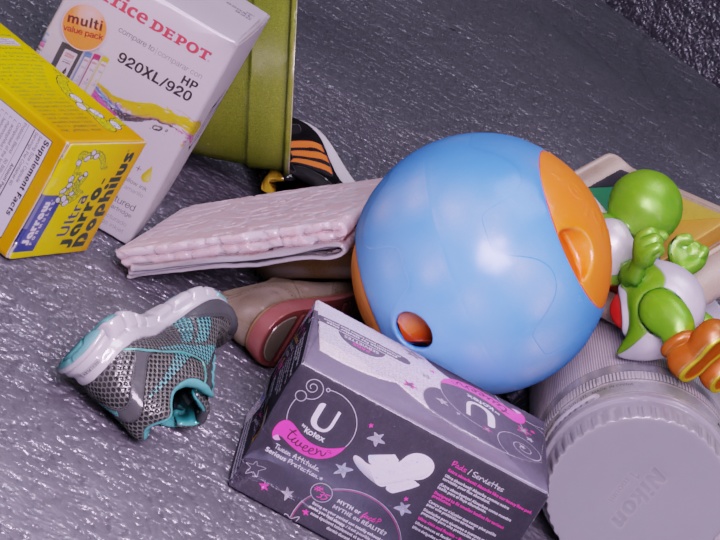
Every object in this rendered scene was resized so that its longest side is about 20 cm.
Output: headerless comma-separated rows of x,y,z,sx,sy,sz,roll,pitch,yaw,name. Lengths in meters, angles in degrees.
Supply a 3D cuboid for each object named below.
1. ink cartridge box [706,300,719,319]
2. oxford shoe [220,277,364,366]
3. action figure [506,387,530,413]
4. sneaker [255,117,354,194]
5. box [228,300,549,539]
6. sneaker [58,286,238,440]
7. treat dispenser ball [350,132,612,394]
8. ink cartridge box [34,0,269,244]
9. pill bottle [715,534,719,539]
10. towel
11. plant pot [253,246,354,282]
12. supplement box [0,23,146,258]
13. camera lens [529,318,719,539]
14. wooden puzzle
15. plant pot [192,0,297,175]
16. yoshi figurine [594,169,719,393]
0.253,0.052,1.911,0.145,0.085,0.200,53,-14,2,ink cartridge box
-0.044,0.029,1.727,0.075,0.071,0.200,35,17,26,oxford shoe
0.158,0.065,1.864,0.194,0.105,0.200,53,16,-21,action figure
-0.065,-0.092,1.989,0.090,0.070,0.200,15,27,-46,sneaker
0.024,0.129,1.508,0.200,0.115,0.132,30,19,-7,box
-0.136,0.073,1.501,0.091,0.078,0.200,51,26,8,sneaker
0.092,-0.005,1.607,0.201,0.201,0.201,28,19,-11,treat dispenser ball
-0.195,-0.157,1.753,0.147,0.200,0.145,30,19,-3,ink cartridge box
0.325,0.183,1.835,0.114,0.114,0.200,28,19,-11,pill bottle
-0.076,-0.035,1.720,0.200,0.032,0.191,-6,12,18,towel
0.000,0.000,1.789,0.200,0.028,0.200,2,-3,0,plant pot
-0.288,-0.112,1.640,0.200,0.109,0.109,39,20,20,supplement box
0.219,0.136,1.710,0.160,0.160,0.200,28,22,-9,camera lens
0.225,-0.029,1.782,0.185,0.037,0.200,-29,43,-30,wooden puzzle
-0.155,-0.190,1.902,0.193,0.201,0.200,2,22,-2,plant pot
0.240,-0.007,1.651,0.112,0.113,0.200,-20,54,-24,yoshi figurine
